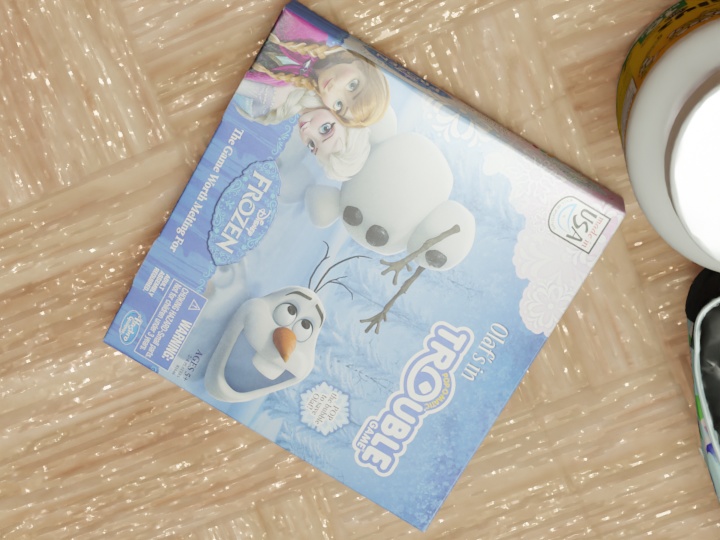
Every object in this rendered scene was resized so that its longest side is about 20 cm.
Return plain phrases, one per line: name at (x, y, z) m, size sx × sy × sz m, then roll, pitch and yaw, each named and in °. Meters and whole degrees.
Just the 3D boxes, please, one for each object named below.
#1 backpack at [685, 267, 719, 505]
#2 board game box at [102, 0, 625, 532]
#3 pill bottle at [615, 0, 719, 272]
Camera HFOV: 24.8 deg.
backpack at (0.249, 0.080, 0.772) m, size 0.176 × 0.151 × 0.202 m, roll -13°, pitch 95°, yaw 13°
board game box at (0.000, 0.000, 0.839) m, size 0.198 × 0.043 × 0.201 m, roll 30°, pitch 106°, yaw -2°
pill bottle at (0.171, -0.062, 0.720) m, size 0.112 × 0.200 × 0.114 m, roll 2°, pitch 105°, yaw 7°
